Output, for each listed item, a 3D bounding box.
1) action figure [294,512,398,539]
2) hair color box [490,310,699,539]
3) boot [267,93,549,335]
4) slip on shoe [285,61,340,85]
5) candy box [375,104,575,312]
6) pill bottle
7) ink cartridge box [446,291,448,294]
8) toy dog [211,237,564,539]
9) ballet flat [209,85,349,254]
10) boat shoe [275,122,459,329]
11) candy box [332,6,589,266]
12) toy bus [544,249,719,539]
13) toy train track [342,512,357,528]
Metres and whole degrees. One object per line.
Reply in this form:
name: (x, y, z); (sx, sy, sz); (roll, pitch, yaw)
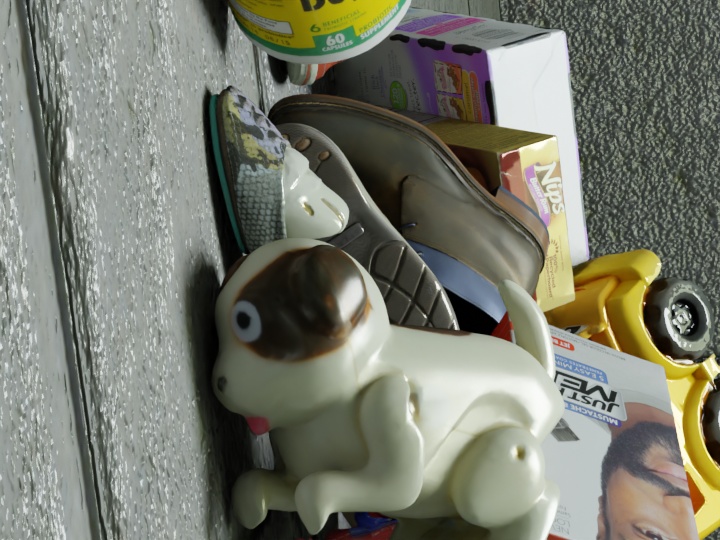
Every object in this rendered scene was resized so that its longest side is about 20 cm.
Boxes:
action figure: (-0.016, 0.139, 1.446); (0.200, 0.099, 0.065); (143, -59, -73)
hair color box: (0.126, 0.118, 1.374); (0.200, 0.111, 0.064); (-93, -152, -53)
boot: (0.026, -0.030, 1.459); (0.075, 0.200, 0.097); (-50, -163, 42)
slip on shoe: (-0.018, -0.170, 1.587); (0.200, 0.061, 0.074); (-64, 150, -72)
candy box: (0.056, -0.042, 1.628); (0.200, 0.056, 0.117); (15, -63, 54)
pill bottle: (-0.037, -0.208, 1.297); (0.200, 0.113, 0.113); (71, 16, -61)
ink cartridge box: (0.008, 0.037, 1.505); (0.039, 0.099, 0.200); (81, 10, -46)
toy dog: (0.010, 0.064, 1.263); (0.194, 0.200, 0.140); (-58, -156, -9)
ballet flat: (-0.036, -0.009, 1.334); (0.072, 0.072, 0.201); (-73, 156, -69)
boat shoe: (0.000, 0.000, 1.413); (0.200, 0.076, 0.072); (62, 0, -7)
candy box: (0.066, -0.094, 1.707); (0.200, 0.071, 0.168); (18, -59, 54)
toy bus: (0.166, 0.114, 1.637); (0.192, 0.136, 0.200); (-37, 101, -39)
toy train track: (0.051, 0.216, 1.557); (0.115, 0.033, 0.200); (4, 43, -52)
